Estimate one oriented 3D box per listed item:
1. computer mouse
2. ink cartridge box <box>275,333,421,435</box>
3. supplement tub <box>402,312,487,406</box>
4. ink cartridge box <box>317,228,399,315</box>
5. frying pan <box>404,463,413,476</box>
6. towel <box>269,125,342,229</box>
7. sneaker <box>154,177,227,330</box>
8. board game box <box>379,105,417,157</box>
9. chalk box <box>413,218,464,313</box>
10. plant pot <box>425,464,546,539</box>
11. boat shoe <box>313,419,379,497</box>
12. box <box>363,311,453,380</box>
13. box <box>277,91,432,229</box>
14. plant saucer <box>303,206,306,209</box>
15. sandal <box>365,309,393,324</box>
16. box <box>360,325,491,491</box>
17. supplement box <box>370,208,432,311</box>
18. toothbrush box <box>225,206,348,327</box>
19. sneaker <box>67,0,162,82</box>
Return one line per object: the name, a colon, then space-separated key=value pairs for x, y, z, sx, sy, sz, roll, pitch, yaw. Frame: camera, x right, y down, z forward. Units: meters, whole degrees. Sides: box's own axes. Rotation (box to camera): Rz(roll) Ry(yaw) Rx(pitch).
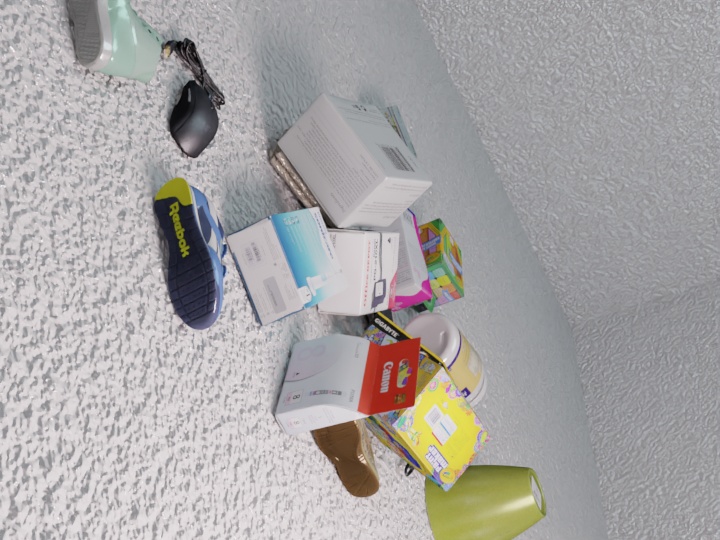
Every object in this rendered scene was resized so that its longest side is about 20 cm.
computer mouse: x=-0.248 y=-0.267 z=1.241 sx=0.141 sy=0.046 sz=0.201 roll=59 pitch=23 yaw=-31
ink cartridge box: x=-0.016 y=0.151 z=1.224 sx=0.057 sy=0.198 sz=0.163 roll=61 pitch=21 yaw=-27
supplement tub: x=0.173 y=0.197 z=1.753 sx=0.200 sy=0.144 sz=0.147 roll=49 pitch=29 yaw=-43
ink cartridge box: x=0.000 y=0.000 z=1.511 sx=0.200 sy=0.083 sz=0.147 roll=-6 pitch=100 yaw=-70
frying pan: x=0.113 y=0.364 z=1.602 sx=0.116 sy=0.031 sz=0.191 roll=61 pitch=25 yaw=-23
towel: x=-0.088 y=-0.162 z=1.538 sx=0.201 sy=0.034 sz=0.133 roll=52 pitch=29 yaw=-19
sneaker: x=-0.206 y=-0.020 z=1.082 sx=0.082 sy=0.073 sz=0.203 roll=28 pitch=46 yaw=-64
board game box: x=0.072 y=-0.331 z=2.109 sx=0.149 sy=0.064 sz=0.200 roll=67 pitch=19 yaw=-6
chalk box: x=0.160 y=0.004 z=1.929 sx=0.125 sy=0.123 sz=0.202 roll=53 pitch=26 yaw=-37
plant pot: x=0.254 y=0.459 z=1.634 sx=0.188 sy=0.198 sz=0.189 roll=52 pitch=27 yaw=-40
boat shoe: x=-0.023 y=0.263 z=1.303 sx=0.063 sy=0.072 sz=0.202 roll=-85 pitch=160 yaw=-61
box: x=0.100 y=0.174 z=1.546 sx=0.159 sy=0.049 sz=0.200 roll=38 pitch=-11 yaw=31
box: x=-0.006 y=-0.190 z=1.487 sx=0.201 sy=0.131 sz=0.198 roll=54 pitch=24 yaw=15
plant saucer: x=-0.081 y=-0.140 z=1.596 sx=0.070 sy=0.019 sz=0.202 roll=55 pitch=26 yaw=-35
sandal: x=0.033 y=0.065 z=1.663 sx=0.076 sy=0.042 sz=0.202 roll=55 pitch=25 yaw=-53
box: x=0.079 y=0.225 z=1.381 sx=0.192 sy=0.122 sz=0.201 roll=27 pitch=-22 yaw=51
supplement box: x=0.075 y=-0.031 z=1.774 sx=0.101 sy=0.102 sz=0.203 roll=35 pitch=38 yaw=-57
toothbrush box: x=-0.108 y=-0.012 z=1.306 sx=0.148 sy=0.084 sz=0.200 roll=68 pitch=21 yaw=-2
sneaker: x=-0.316 y=-0.342 z=1.092 sx=0.118 sy=0.073 sz=0.204 roll=11 pitch=70 yaw=-59
